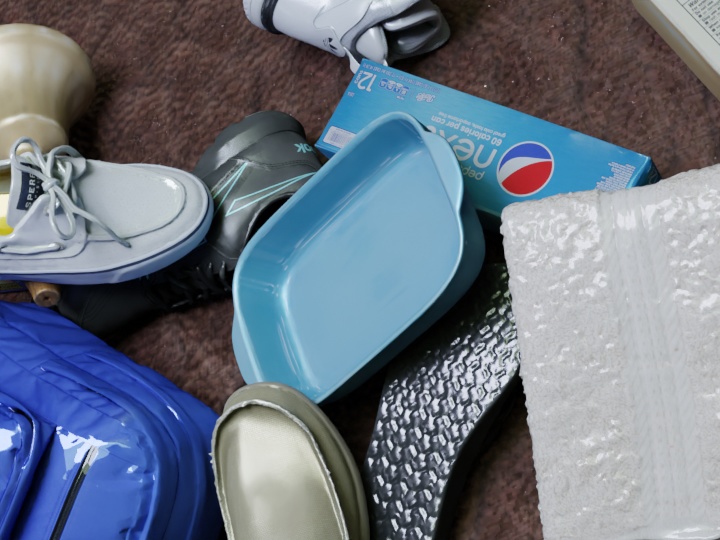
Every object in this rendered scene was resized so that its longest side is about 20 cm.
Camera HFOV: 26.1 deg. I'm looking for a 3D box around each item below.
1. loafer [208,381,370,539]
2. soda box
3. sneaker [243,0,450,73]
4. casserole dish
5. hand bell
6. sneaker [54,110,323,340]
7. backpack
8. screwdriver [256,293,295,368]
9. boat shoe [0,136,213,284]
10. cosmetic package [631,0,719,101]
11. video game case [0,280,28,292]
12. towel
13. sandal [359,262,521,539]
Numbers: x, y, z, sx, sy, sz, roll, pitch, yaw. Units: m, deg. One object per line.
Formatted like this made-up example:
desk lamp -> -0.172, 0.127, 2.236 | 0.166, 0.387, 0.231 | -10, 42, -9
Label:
loafer -> -0.032, 0.155, 0.834 | 0.076, 0.068, 0.200 | -22, 80, 16
soda box -> 0.077, -0.056, 0.907 | 0.200, 0.068, 0.064 | 24, 81, 31
sneaker -> 0.026, -0.209, 0.999 | 0.115, 0.075, 0.200 | 36, 75, 20
casserole dish -> 0.000, 0.000, 0.878 | 0.200, 0.039, 0.121 | -42, 54, 33
hand bell -> -0.212, -0.055, 0.996 | 0.104, 0.104, 0.200 | -26, 49, 12
sneaker -> -0.105, -0.015, 0.969 | 0.200, 0.075, 0.079 | -40, 61, 5
backpack -> -0.186, 0.124, 0.884 | 0.200, 0.168, 0.163 | 26, 103, 22
screwdriver -> -0.038, 0.098, 0.920 | 0.028, 0.029, 0.200 | -24, 64, 13
boat shoe -> -0.187, -0.041, 0.902 | 0.201, 0.086, 0.075 | -3, 65, -4
cosmetic package -> 0.240, -0.131, 0.864 | 0.105, 0.071, 0.200 | -36, 58, 7
video game case -> -0.343, -0.032, 1.022 | 0.199, 0.181, 0.046 | -5, 65, 22
towel -> 0.147, 0.053, 0.804 | 0.132, 0.034, 0.201 | -9, 90, 20
sandal -> 0.045, 0.088, 0.877 | 0.075, 0.048, 0.201 | 25, 93, 30
